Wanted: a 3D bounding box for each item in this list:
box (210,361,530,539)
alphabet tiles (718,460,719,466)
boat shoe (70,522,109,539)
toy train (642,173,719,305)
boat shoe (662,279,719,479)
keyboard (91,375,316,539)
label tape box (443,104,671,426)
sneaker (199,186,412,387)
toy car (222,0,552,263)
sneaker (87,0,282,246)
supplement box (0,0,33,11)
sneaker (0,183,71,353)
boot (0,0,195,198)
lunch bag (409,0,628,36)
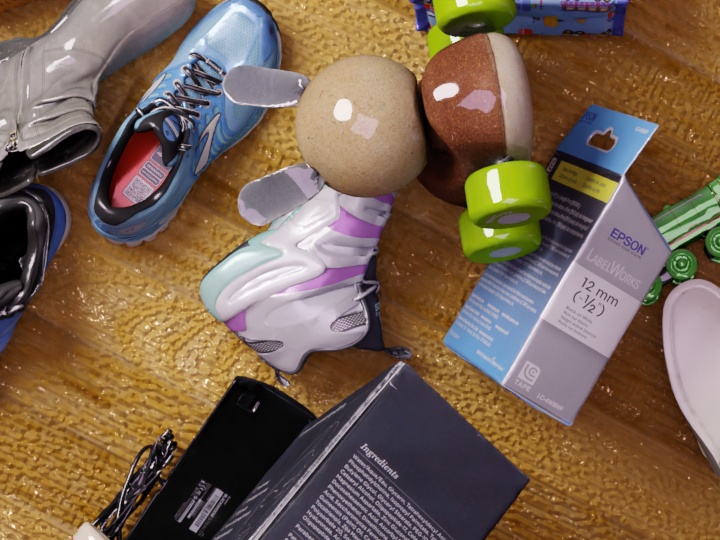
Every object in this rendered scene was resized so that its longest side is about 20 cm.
[{"bbox_3d":[-0.020,0.188,1.495,0.124,0.200,0.197,41,66,-4],"label":"box"},{"bbox_3d":[0.345,0.134,1.570,0.199,0.006,0.167,-26,90,-25],"label":"alphabet tiles"},{"bbox_3d":[-0.129,0.251,1.586,0.200,0.071,0.063,33,85,-14],"label":"boat shoe"},{"bbox_3d":[0.262,-0.042,1.599,0.199,0.042,0.057,-29,80,2],"label":"toy train"},{"bbox_3d":[0.264,0.102,1.588,0.072,0.060,0.203,-25,89,0],"label":"boat shoe"},{"bbox_3d":[-0.125,0.160,1.624,0.104,0.040,0.200,35,90,-22],"label":"keyboard"},{"bbox_3d":[0.148,-0.008,1.545,0.066,0.143,0.201,32,91,-17],"label":"label tape box"},{"bbox_3d":[0.000,0.000,1.597,0.200,0.078,0.140,-40,94,6],"label":"sneaker"},{"bbox_3d":[0.013,-0.091,1.496,0.199,0.158,0.165,-8,75,-3],"label":"toy car"},{"bbox_3d":[-0.122,-0.103,1.586,0.078,0.090,0.201,33,91,1],"label":"sneaker"},{"bbox_3d":[-0.194,-0.240,1.600,0.199,0.067,0.069,-21,90,1],"label":"supplement box"},{"bbox_3d":[-0.274,0.027,1.582,0.077,0.111,0.200,34,92,1],"label":"sneaker"},{"bbox_3d":[-0.191,-0.125,1.566,0.199,0.131,0.068,-29,132,7],"label":"boot"},{"bbox_3d":[0.114,-0.273,1.585,0.150,0.094,0.201,2,81,5],"label":"lunch bag"}]
